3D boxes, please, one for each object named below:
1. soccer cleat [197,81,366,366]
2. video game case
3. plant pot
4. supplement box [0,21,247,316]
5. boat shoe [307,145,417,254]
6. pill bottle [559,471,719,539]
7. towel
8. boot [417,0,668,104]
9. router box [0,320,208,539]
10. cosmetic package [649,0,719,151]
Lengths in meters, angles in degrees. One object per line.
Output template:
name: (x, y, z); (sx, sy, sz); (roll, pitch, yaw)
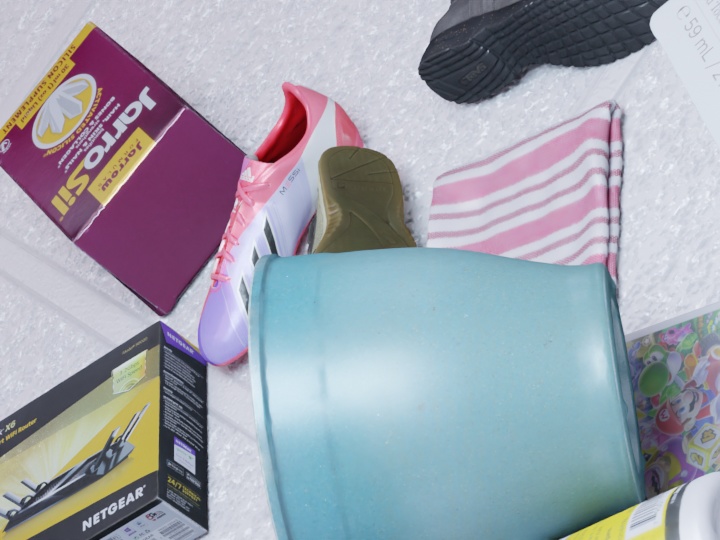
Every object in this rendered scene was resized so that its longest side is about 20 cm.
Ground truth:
soccer cleat: (-0.068, -0.032, 1.780); (0.067, 0.076, 0.201); (12, 69, 52)
video game case: (0.163, 0.095, 1.452); (0.199, 0.018, 0.144); (-22, 50, 36)
plant pot: (0.053, 0.077, 1.406); (0.187, 0.201, 0.201); (-9, 47, 8)
supplement box: (-0.172, -0.077, 1.914); (0.131, 0.103, 0.200); (-50, 36, 0)
boat shoe: (-0.001, 0.000, 1.689); (0.201, 0.071, 0.066); (-94, 9, -51)
pill bottle: (0.125, 0.189, 1.342); (0.199, 0.111, 0.112); (-28, 42, 31)
towel: (0.095, -0.009, 1.618); (0.146, 0.030, 0.201); (-23, 44, 34)
boot: (0.126, -0.196, 1.720); (0.199, 0.070, 0.132); (-12, 46, 37)
router box: (-0.192, 0.148, 1.782); (0.199, 0.052, 0.158); (-32, 39, 26)
cosmetic package: (0.292, -0.105, 1.364); (0.200, 0.166, 0.168); (-39, 37, 15)
